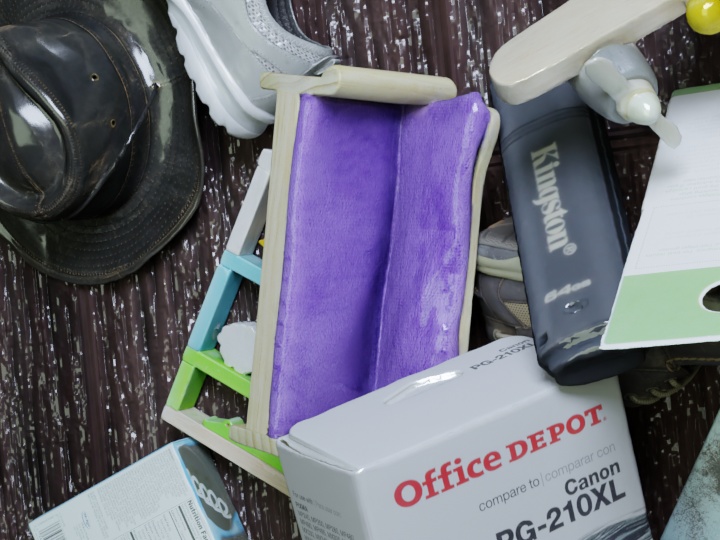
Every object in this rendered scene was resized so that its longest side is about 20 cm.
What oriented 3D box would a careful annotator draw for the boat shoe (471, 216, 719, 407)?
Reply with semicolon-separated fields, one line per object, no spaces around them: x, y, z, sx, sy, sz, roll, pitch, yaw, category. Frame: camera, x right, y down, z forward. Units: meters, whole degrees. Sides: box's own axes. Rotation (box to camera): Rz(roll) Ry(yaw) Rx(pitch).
0.142;0.024;0.835;0.199;0.074;0.074;17;117;40;boat shoe

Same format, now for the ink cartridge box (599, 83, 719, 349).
0.194;-0.020;0.742;0.145;0.200;0.048;-6;127;26;ink cartridge box

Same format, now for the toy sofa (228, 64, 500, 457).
0.000;0.000;0.856;0.097;0.083;0.201;12;98;49;toy sofa

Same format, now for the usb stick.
0.098;-0.032;0.814;0.055;0.033;0.201;-17;47;14;usb stick

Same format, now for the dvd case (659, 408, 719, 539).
0.238;0.096;0.817;0.146;0.022;0.201;28;105;22;dvd case

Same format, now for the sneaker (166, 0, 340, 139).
-0.077;-0.177;0.939;0.082;0.075;0.201;-28;91;18;sneaker

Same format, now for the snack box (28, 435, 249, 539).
-0.102;0.210;0.980;0.116;0.037;0.201;-29;80;24;snack box

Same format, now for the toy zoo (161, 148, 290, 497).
-0.023;0.022;0.942;0.131;0.020;0.201;28;104;22;toy zoo

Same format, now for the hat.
-0.183;-0.088;0.979;0.200;0.081;0.202;4;97;32;hat

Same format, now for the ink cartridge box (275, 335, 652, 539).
0.061;0.150;0.805;0.084;0.144;0.201;11;119;62;ink cartridge box

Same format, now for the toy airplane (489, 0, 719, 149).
0.173;-0.140;0.766;0.199;0.199;0.142;-16;112;35;toy airplane
